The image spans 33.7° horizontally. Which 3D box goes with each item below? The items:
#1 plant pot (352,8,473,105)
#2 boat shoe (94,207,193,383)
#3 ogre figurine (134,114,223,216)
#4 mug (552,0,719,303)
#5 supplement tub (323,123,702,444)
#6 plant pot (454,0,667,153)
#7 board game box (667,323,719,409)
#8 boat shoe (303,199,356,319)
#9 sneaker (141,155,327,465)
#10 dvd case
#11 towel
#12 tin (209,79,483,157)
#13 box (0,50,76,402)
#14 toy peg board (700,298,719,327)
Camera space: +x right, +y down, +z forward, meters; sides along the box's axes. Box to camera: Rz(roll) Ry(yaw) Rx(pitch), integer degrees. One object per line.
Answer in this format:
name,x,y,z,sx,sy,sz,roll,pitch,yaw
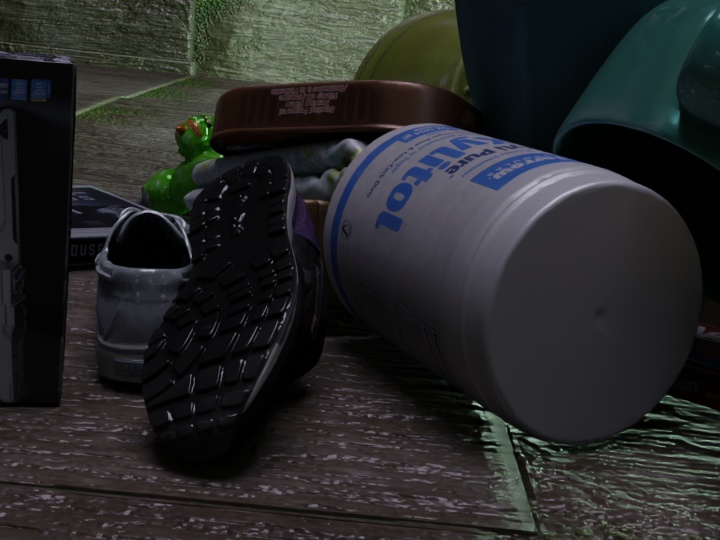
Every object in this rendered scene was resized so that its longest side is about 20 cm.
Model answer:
plant pot,0.103,-0.120,0.945,0.197,0.204,0.193,3,2,-13
boat shoe,-0.115,0.002,0.672,0.069,0.073,0.201,3,13,-10
ogre figurine,-0.100,-0.081,0.985,0.197,0.100,0.119,8,17,33
mug,0.198,-0.072,0.613,0.152,0.115,0.185,41,-14,-11
supplement tub,0.071,-0.002,0.638,0.130,0.135,0.199,0,13,-25
plant pot,0.143,-0.122,0.762,0.139,0.203,0.142,-13,38,-8
board game box,0.232,0.062,0.649,0.198,0.020,0.102,16,15,38
boat shoe,0.000,0.000,0.762,0.197,0.075,0.065,9,-11,-22
sneaker,-0.043,0.030,0.578,0.075,0.088,0.201,-18,33,18
dvd case,-0.230,-0.037,0.910,0.148,0.025,0.199,-4,16,-39
towel,-0.008,-0.046,0.855,0.169,0.049,0.198,13,-10,-42
tin,-0.010,-0.095,0.809,0.197,0.043,0.112,2,-13,28
box,-0.231,-0.023,0.533,0.196,0.161,0.050,3,13,-17
toy peg board,0.260,-0.055,0.755,0.097,0.204,0.198,10,7,-35
